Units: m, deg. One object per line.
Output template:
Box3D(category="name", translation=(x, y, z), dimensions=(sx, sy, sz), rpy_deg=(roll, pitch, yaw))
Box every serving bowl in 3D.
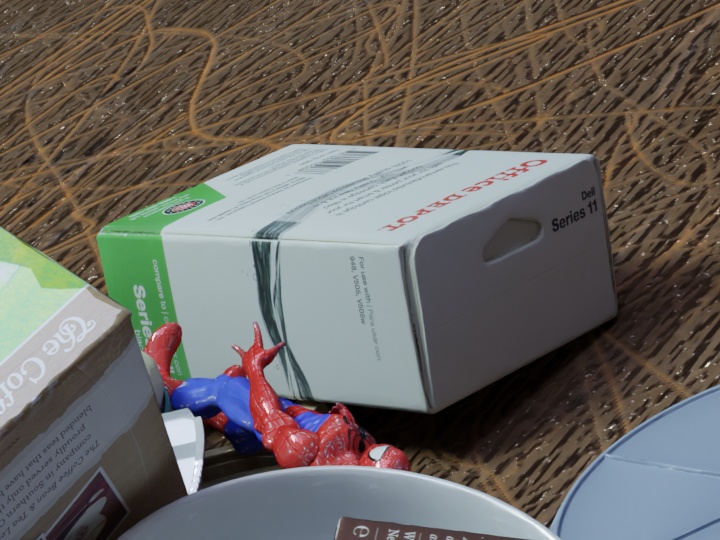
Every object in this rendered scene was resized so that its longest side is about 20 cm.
Box3D(category="serving bowl", translation=(-0.008, 0.156, 1.075), dimensions=(0.199, 0.066, 0.201), rpy_deg=(1, 33, -1))

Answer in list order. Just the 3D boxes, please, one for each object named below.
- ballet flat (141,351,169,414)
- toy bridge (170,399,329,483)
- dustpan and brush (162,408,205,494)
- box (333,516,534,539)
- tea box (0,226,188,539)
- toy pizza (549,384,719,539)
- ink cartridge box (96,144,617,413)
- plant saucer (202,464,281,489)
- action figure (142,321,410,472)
Box3D(category="ballet flat", translation=(-0.145, 0.044, 1.345), dimensions=(0.069, 0.070, 0.200), rpy_deg=(-29, 14, -20))
Box3D(category="toy bridge", translation=(-0.103, 0.087, 1.382), dimensions=(0.199, 0.027, 0.067), rpy_deg=(-1, 30, 36))
Box3D(category="dustpan and brush", translation=(-0.125, 0.135, 1.176), dimensions=(0.139, 0.057, 0.201), rpy_deg=(-11, 54, 3))
Box3D(category="box", translation=(0.080, 0.147, 0.967), dimensions=(0.199, 0.075, 0.100), rpy_deg=(7, 33, 6))
Box3D(category="tea box", translation=(-0.206, 0.075, 1.128), dimensions=(0.196, 0.134, 0.200), rpy_deg=(30, 62, 30))
Box3D(category="toy pizza", translation=(0.169, 0.095, 1.145), dimensions=(0.199, 0.032, 0.200), rpy_deg=(-16, 25, 7))
Box3D(category="ink cartridge box", translation=(0.000, 0.000, 1.391), dimensions=(0.199, 0.084, 0.146), rpy_deg=(4, 20, 44))
Box3D(category="plant saucer", translation=(-0.057, 0.143, 1.222), dimensions=(0.199, 0.030, 0.200), rpy_deg=(-17, 23, 8))
Box3D(category="action figure", translation=(-0.032, 0.064, 1.259), dimensions=(0.052, 0.065, 0.200), rpy_deg=(-52, 30, -6))
